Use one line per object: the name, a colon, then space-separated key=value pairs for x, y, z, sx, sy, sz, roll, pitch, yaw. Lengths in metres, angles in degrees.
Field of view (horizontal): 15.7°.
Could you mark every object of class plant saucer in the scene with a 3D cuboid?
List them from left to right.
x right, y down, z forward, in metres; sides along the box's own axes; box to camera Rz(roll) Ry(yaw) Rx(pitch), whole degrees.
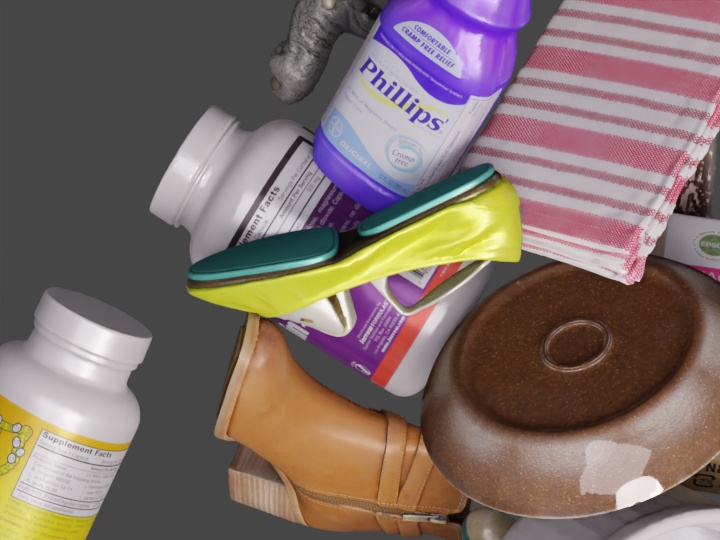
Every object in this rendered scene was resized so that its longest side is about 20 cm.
plant saucer: x=0.125 y=0.052 z=1.463 sx=0.200 sy=0.200 sz=0.037 roll=-18 pitch=130 yaw=7

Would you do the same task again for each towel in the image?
towel: x=0.147 y=-0.090 z=1.531 sx=0.146 sy=0.030 sz=0.200 roll=16 pitch=66 yaw=39

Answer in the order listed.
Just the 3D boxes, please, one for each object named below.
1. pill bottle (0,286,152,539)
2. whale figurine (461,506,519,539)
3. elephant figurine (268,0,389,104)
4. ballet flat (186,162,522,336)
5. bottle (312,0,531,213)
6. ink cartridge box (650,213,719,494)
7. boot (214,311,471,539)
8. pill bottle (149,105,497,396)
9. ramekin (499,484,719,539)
pill bottle: x=-0.204 y=0.115 z=1.622 sx=0.104 sy=0.104 sz=0.200 roll=26 pitch=98 yaw=2
whale figurine: x=0.088 y=0.223 z=1.573 sx=0.104 sy=0.200 sz=0.159 roll=-35 pitch=73 yaw=48
elephant figurine: x=0.038 y=-0.198 z=1.563 sx=0.155 sy=0.141 sz=0.200 roll=15 pitch=112 yaw=47
ballet flat: x=0.000 y=0.000 z=1.496 sx=0.200 sy=0.067 sz=0.067 roll=-19 pitch=106 yaw=9
bottle: x=0.046 y=-0.123 z=1.495 sx=0.084 sy=0.065 sz=0.200 roll=39 pitch=125 yaw=10
ink cartridge box: x=0.242 y=0.054 z=1.536 sx=0.200 sy=0.165 sz=0.075 roll=8 pitch=136 yaw=5
boot: x=-0.004 y=0.096 z=1.572 sx=0.155 sy=0.200 sz=0.074 roll=11 pitch=61 yaw=10
pill bottle: x=-0.024 y=-0.016 z=1.585 sx=0.200 sy=0.112 sz=0.112 roll=31 pitch=99 yaw=2
ramekin: x=0.153 y=0.211 z=1.468 sx=0.200 sy=0.098 sz=0.201 roll=-10 pitch=113 yaw=-26
